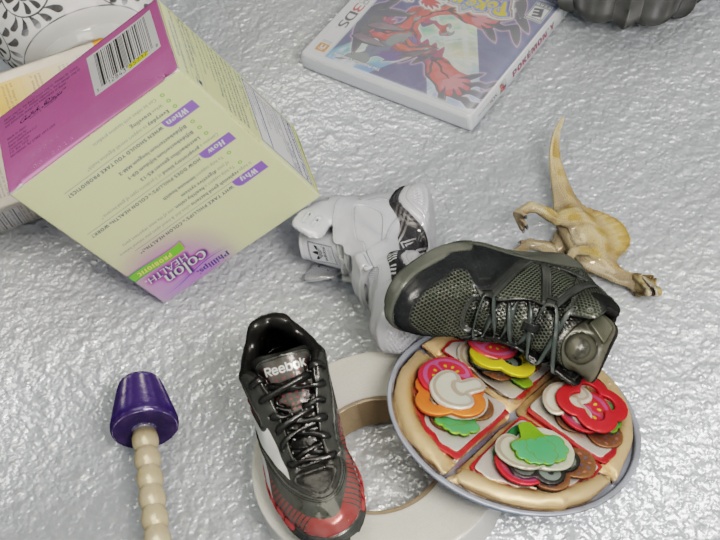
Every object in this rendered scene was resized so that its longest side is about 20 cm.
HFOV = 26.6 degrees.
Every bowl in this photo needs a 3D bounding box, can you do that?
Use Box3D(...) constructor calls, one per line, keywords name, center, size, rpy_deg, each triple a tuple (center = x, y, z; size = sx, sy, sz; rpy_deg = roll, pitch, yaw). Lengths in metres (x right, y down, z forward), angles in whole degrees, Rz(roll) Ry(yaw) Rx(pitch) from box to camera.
Box3D(name="bowl", center=(-0.273, -0.237, 1.471), size=(0.201, 0.201, 0.094), rpy_deg=(-20, 70, -6))

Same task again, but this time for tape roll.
Box3D(name="tape roll", center=(0.017, 0.152, 1.183), size=(0.203, 0.037, 0.203), rpy_deg=(-5, 50, 7))

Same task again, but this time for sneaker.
Box3D(name="sneaker", center=(0.000, 0.000, 1.278), size=(0.115, 0.075, 0.200), rpy_deg=(-3, 38, 11))
Box3D(name="sneaker", center=(-0.048, 0.113, 1.140), size=(0.071, 0.098, 0.200), rpy_deg=(-16, 51, -4))
Box3D(name="sneaker", center=(0.119, 0.033, 1.157), size=(0.199, 0.076, 0.114), rpy_deg=(4, 25, -35))

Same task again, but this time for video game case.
Box3D(name="video game case", center=(0.072, -0.233, 1.495), size=(0.200, 0.023, 0.182), rpy_deg=(24, 59, 26))

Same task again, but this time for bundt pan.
Box3D(name="bundt pan", center=(0.254, -0.306, 1.474), size=(0.202, 0.076, 0.202), rpy_deg=(2, 48, -2))

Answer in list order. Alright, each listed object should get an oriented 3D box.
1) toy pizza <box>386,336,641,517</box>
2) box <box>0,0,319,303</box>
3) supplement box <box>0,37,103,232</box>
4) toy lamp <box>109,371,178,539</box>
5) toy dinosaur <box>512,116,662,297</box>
Box3D(name="toy pizza", center=(0.120, 0.104, 1.163), size=(0.200, 0.032, 0.200), rpy_deg=(8, 40, -7))
Box3D(name="box", center=(-0.167, -0.095, 1.275), size=(0.176, 0.200, 0.097), rpy_deg=(-34, 47, 15))
Box3D(name="supplement box", center=(-0.306, -0.117, 1.407), size=(0.200, 0.074, 0.126), rpy_deg=(-20, 80, -7))
Box3D(name="toy lamp", center=(-0.163, 0.167, 1.191), size=(0.058, 0.058, 0.200), rpy_deg=(-14, 52, -2))
Box3D(name="toy dinosaur", center=(0.179, -0.036, 1.306), size=(0.101, 0.058, 0.200), rpy_deg=(-14, 57, -21))
